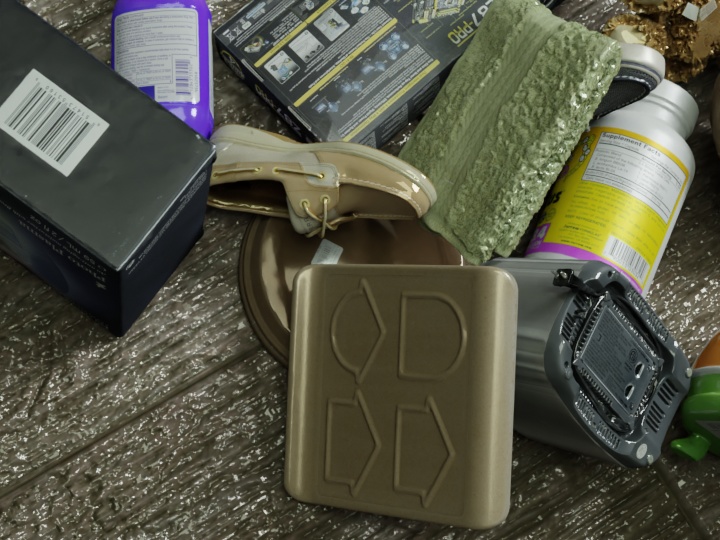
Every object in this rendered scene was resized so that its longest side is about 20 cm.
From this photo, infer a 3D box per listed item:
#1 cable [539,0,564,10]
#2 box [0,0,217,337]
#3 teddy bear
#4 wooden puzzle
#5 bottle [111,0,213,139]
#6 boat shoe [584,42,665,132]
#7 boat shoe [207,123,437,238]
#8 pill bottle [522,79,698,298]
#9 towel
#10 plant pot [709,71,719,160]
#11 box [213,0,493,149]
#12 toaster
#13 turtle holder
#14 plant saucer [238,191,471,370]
[{"bbox_3d":[0.121,-0.291,1.375,0.200,0.051,0.163,-38,82,-17],"label":"cable"},{"bbox_3d":[-0.222,-0.071,1.173,0.199,0.198,0.124,36,73,3],"label":"box"},{"bbox_3d":[0.278,-0.220,1.332,0.199,0.146,0.067,-21,36,-27],"label":"teddy bear"},{"bbox_3d":[0.033,0.090,1.179,0.046,0.199,0.187,4,88,-51],"label":"wooden puzzle"},{"bbox_3d":[-0.163,-0.195,1.290,0.083,0.065,0.202,-4,73,3],"label":"bottle"},{"bbox_3d":[0.157,-0.113,1.260,0.074,0.199,0.094,23,66,-36],"label":"boat shoe"},{"bbox_3d":[-0.039,-0.059,1.231,0.198,0.074,0.070,11,62,25],"label":"boat shoe"},{"bbox_3d":[0.210,-0.058,1.289,0.104,0.104,0.201,26,70,0],"label":"pill bottle"},{"bbox_3d":[0.107,-0.113,1.222,0.148,0.036,0.201,39,98,45],"label":"towel"},{"bbox_3d":[0.360,-0.136,1.321,0.200,0.092,0.203,-12,112,-32],"label":"plant pot"},{"bbox_3d":[0.004,-0.197,1.304,0.200,0.049,0.161,-41,70,-12],"label":"box"},{"bbox_3d":[0.151,0.063,1.200,0.200,0.129,0.114,44,64,-37],"label":"toaster"},{"bbox_3d":[0.347,0.107,1.240,0.184,0.141,0.133,22,71,-2],"label":"turtle holder"},{"bbox_3d":[0.000,0.000,1.277,0.198,0.029,0.202,2,73,-8],"label":"plant saucer"}]
